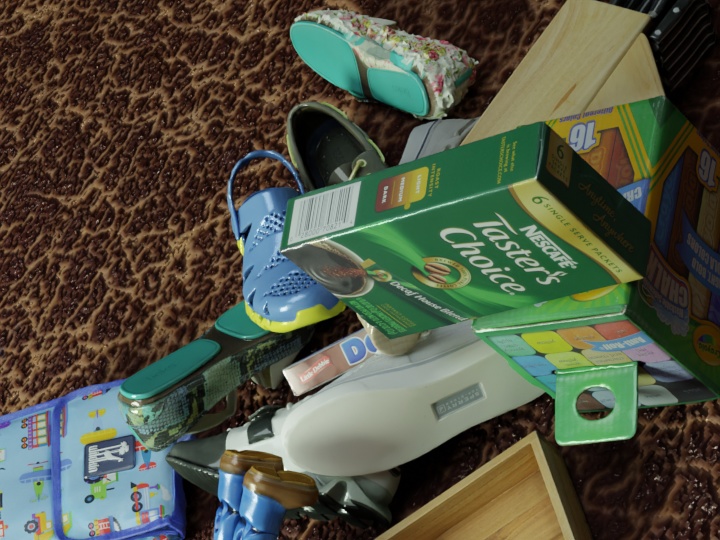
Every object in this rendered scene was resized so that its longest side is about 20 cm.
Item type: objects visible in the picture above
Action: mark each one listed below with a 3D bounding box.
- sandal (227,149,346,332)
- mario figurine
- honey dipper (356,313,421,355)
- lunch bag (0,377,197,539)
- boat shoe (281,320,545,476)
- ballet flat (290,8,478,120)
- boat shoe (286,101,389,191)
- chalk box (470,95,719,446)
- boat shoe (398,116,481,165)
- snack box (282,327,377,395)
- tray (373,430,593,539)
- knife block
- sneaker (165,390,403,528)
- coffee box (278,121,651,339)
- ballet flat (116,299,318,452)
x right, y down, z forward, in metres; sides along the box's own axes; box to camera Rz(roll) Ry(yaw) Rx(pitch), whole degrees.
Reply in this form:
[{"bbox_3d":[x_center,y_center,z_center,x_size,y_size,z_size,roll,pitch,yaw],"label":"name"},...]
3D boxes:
[{"bbox_3d":[-0.063,-0.025,1.468,0.079,0.088,0.200,-17,32,-8],"label":"sandal"},{"bbox_3d":[-0.073,0.228,1.321,0.123,0.105,0.202,-41,-33,-83],"label":"mario figurine"},{"bbox_3d":[0.000,0.000,1.375,0.038,0.038,0.200,-45,27,7],"label":"honey dipper"},{"bbox_3d":[-0.213,0.173,1.520,0.198,0.094,0.151,-23,46,13],"label":"lunch bag"},{"bbox_3d":[0.037,0.075,1.322,0.199,0.072,0.069,-26,31,0],"label":"boat shoe"},{"bbox_3d":[0.022,-0.170,1.563,0.064,0.076,0.199,-31,38,-24],"label":"ballet flat"},{"bbox_3d":[-0.005,-0.063,1.500,0.072,0.060,0.202,-43,41,9],"label":"boat shoe"},{"bbox_3d":[0.159,0.012,1.242,0.124,0.124,0.202,-10,55,39],"label":"chalk box"},{"bbox_3d":[0.065,-0.052,1.396,0.065,0.072,0.200,-16,23,20],"label":"boat shoe"},{"bbox_3d":[0.041,0.035,1.381,0.199,0.072,0.024,-28,88,26],"label":"snack box"},{"bbox_3d":[0.058,0.202,1.267,0.199,0.037,0.099,-36,42,17],"label":"tray"},{"bbox_3d":[0.158,-0.148,1.370,0.198,0.064,0.177,-18,48,9],"label":"knife block"},{"bbox_3d":[-0.049,0.129,1.397,0.198,0.074,0.089,3,64,33],"label":"sneaker"},{"bbox_3d":[0.061,-0.020,1.172,0.199,0.123,0.044,-14,52,36],"label":"coffee box"},{"bbox_3d":[-0.097,0.072,1.474,0.199,0.075,0.074,-30,34,-24],"label":"ballet flat"}]
